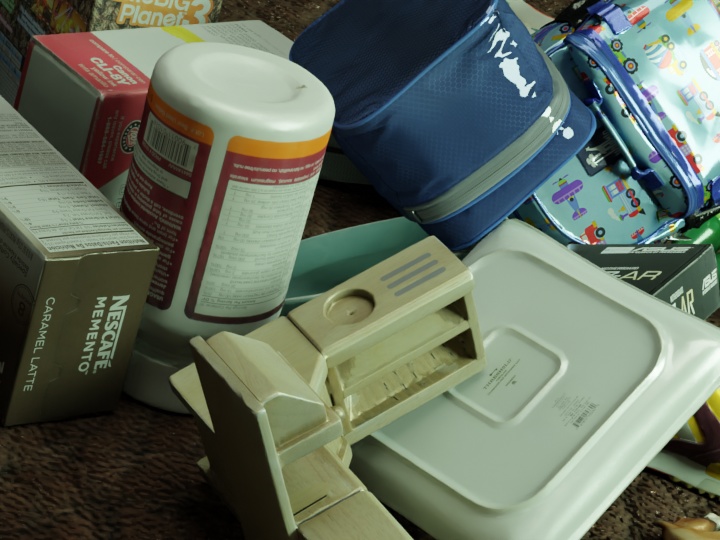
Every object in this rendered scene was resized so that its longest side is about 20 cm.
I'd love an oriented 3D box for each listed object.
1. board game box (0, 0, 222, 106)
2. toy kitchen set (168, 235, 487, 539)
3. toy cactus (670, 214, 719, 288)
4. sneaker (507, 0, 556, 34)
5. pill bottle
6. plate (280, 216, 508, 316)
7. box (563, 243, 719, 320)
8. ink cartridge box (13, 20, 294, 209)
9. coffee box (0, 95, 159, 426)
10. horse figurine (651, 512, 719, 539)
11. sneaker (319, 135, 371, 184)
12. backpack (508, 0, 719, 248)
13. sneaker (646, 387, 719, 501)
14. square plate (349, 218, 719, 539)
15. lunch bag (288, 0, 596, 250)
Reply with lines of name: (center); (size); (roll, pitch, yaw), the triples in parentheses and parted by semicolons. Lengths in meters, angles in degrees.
board game box: (-0.181, -0.168, 1.716); (0.097, 0.200, 0.159); (-2, 31, -32)
toy kitchen set: (0.013, 0.068, 1.322); (0.180, 0.163, 0.200); (-28, 43, -16)
toy cactus: (0.226, -0.010, 1.794); (0.200, 0.102, 0.165); (32, 48, 24)
sneaker: (0.131, -0.139, 1.802); (0.199, 0.070, 0.094); (21, 52, -23)
pill bottle: (-0.089, -0.024, 1.478); (0.109, 0.200, 0.110); (13, 26, -7)
plate: (0.000, 0.000, 1.610); (0.200, 0.026, 0.200); (-13, 11, 3)
box: (0.108, 0.025, 1.589); (0.199, 0.044, 0.160); (0, 17, 29)
ink cartridge box: (-0.128, -0.078, 1.628); (0.200, 0.145, 0.083); (-11, 37, -44)
coffee box: (-0.213, -0.011, 1.482); (0.080, 0.115, 0.200); (-5, 34, -38)
horse figurine: (0.272, 0.186, 1.437); (0.132, 0.050, 0.200); (-11, 41, -23)
sneaker: (0.046, -0.090, 1.840); (0.199, 0.073, 0.071); (16, 28, 0)
backpack: (0.166, -0.092, 1.695); (0.200, 0.183, 0.135); (-31, 5, -19)
sneaker: (0.181, 0.076, 1.565); (0.199, 0.090, 0.075); (15, 25, -3)
square plate: (0.087, 0.067, 1.448); (0.200, 0.028, 0.198); (-45, 48, -17)
lunch bag: (0.052, -0.109, 1.581); (0.132, 0.136, 0.200); (50, 6, -26)
